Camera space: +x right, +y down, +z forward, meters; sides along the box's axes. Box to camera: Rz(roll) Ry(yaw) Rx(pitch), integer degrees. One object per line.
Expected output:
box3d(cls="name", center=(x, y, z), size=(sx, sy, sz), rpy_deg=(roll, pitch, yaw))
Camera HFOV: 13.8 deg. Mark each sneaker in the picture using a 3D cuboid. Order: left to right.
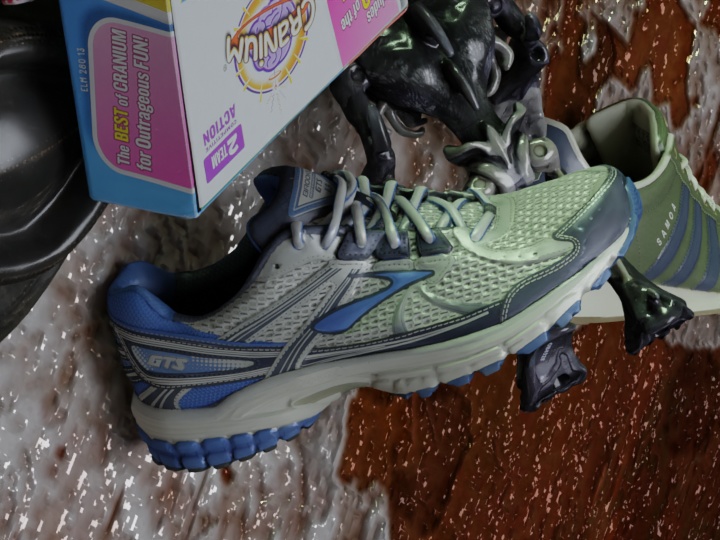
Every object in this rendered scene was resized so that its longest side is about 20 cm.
box3d(cls="sneaker", center=(0.000, 0.000, 1.044), size=(0.077, 0.200, 0.085), rpy_deg=(-87, 152, -70))
box3d(cls="sneaker", center=(0.125, -0.029, 1.283), size=(0.200, 0.067, 0.090), rpy_deg=(-4, 104, -49))

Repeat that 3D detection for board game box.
box3d(cls="board game box", center=(-0.043, -0.140, 0.922), size=(0.153, 0.040, 0.200), rpy_deg=(-47, 140, -48))

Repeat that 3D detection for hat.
box3d(cls="hat", center=(-0.120, -0.050, 0.948), size=(0.200, 0.081, 0.201), rpy_deg=(-10, 103, -52))

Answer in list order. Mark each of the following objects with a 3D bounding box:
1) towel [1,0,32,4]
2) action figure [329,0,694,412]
box3d(cls="towel", center=(-0.085, -0.192, 0.939), size=(0.146, 0.030, 0.201), rpy_deg=(-27, 112, -58))
box3d(cls="action figure", center=(0.038, -0.044, 1.143), size=(0.119, 0.102, 0.200), rpy_deg=(-28, 82, -20))
